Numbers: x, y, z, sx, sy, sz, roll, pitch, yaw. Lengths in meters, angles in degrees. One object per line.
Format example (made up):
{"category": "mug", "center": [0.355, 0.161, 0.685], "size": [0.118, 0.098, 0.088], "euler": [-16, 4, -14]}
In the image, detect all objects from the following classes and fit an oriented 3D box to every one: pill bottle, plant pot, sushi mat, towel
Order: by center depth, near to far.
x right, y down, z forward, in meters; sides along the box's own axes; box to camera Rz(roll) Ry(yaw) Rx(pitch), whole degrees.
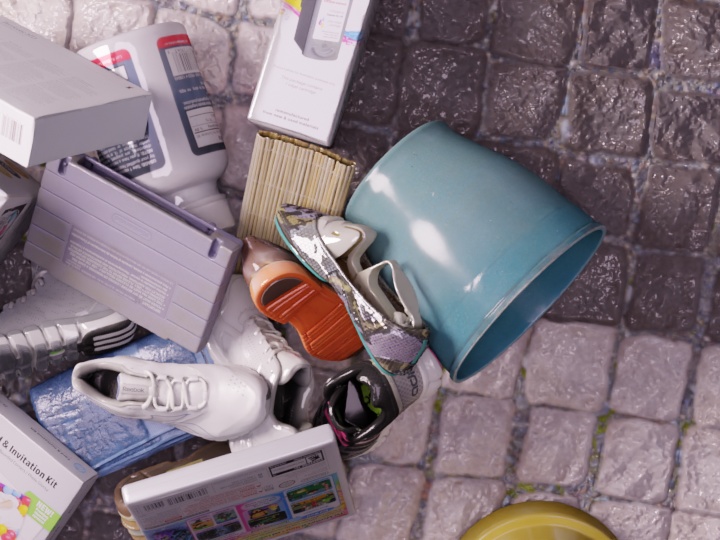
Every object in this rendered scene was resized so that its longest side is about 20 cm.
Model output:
{"category": "plant pot", "center": [0.094, -0.031, 1.481], "size": [0.200, 0.200, 0.188], "euler": [-46, 76, 3]}
{"category": "plant pot", "center": [0.175, 0.333, 1.492], "size": [0.200, 0.189, 0.202], "euler": [0, 92, 2]}
{"category": "sushi mat", "center": [-0.069, -0.045, 1.502], "size": [0.095, 0.012, 0.201], "euler": [19, 134, 2]}
{"category": "pill bottle", "center": [-0.194, -0.124, 1.509], "size": [0.119, 0.120, 0.201], "euler": [-18, 93, 2]}
{"category": "towel", "center": [-0.221, 0.128, 1.559], "size": [0.199, 0.049, 0.112], "euler": [-23, 92, 3]}

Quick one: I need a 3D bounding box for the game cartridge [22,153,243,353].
{"category": "game cartridge", "center": [-0.215, -0.019, 1.472], "size": [0.199, 0.038, 0.130], "euler": [29, 127, 9]}

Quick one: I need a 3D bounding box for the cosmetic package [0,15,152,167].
{"category": "cosmetic package", "center": [-0.310, -0.165, 1.411], "size": [0.199, 0.151, 0.052], "euler": [29, 120, 26]}

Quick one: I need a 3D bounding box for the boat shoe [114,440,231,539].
{"category": "boat shoe", "center": [-0.139, 0.216, 1.560], "size": [0.199, 0.072, 0.076], "euler": [-15, 124, -2]}

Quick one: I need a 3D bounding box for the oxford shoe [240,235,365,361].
{"category": "oxford shoe", "center": [-0.047, 0.024, 1.501], "size": [0.071, 0.200, 0.073], "euler": [-37, 54, 6]}

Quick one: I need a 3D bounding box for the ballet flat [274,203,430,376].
{"category": "ballet flat", "center": [0.000, 0.000, 1.425], "size": [0.072, 0.072, 0.201], "euler": [-38, 70, 3]}

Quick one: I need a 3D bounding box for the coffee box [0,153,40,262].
{"category": "coffee box", "center": [-0.442, -0.055, 1.478], "size": [0.199, 0.198, 0.200], "euler": [39, 93, -1]}

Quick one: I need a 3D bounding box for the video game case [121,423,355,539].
{"category": "video game case", "center": [-0.110, 0.219, 1.497], "size": [0.199, 0.182, 0.024], "euler": [-17, 60, -3]}

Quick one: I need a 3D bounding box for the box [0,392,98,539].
{"category": "box", "center": [-0.372, 0.231, 1.545], "size": [0.156, 0.041, 0.200], "euler": [38, 103, 7]}

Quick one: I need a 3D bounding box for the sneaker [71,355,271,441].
{"category": "sneaker", "center": [-0.178, 0.118, 1.467], "size": [0.199, 0.087, 0.075], "euler": [2, 84, 22]}

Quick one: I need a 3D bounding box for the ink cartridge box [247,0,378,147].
{"category": "ink cartridge box", "center": [-0.037, -0.221, 1.486], "size": [0.085, 0.148, 0.201], "euler": [16, 92, 0]}

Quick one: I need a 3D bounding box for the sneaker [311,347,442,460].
{"category": "sneaker", "center": [-0.007, 0.130, 1.490], "size": [0.087, 0.200, 0.074], "euler": [-18, 74, -38]}

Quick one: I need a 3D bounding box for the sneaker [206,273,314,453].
{"category": "sneaker", "center": [-0.085, 0.088, 1.508], "size": [0.099, 0.078, 0.201], "euler": [-32, 68, 40]}

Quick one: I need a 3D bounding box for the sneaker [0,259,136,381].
{"category": "sneaker", "center": [-0.326, 0.037, 1.532], "size": [0.199, 0.075, 0.116], "euler": [-12, 65, -20]}
